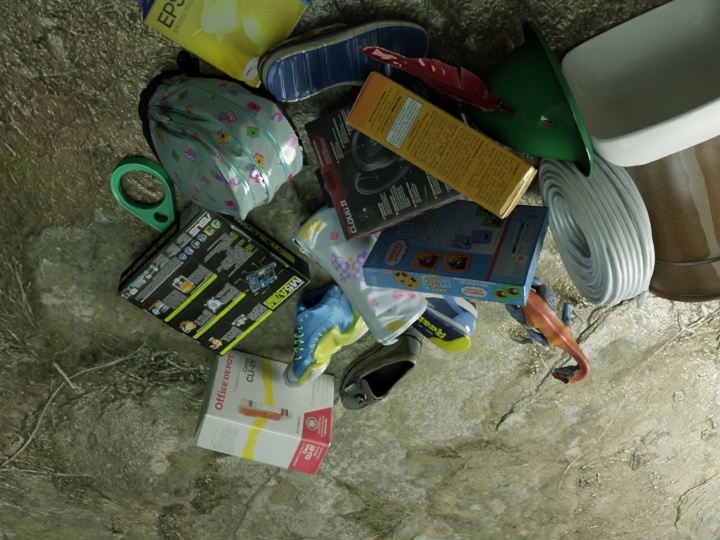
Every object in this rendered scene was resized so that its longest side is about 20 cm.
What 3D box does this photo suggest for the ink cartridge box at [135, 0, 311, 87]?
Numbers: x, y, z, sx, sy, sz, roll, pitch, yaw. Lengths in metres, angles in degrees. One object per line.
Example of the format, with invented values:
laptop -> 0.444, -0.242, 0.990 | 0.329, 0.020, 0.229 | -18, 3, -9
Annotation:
ink cartridge box -> -0.149, -0.324, 0.811 | 0.199, 0.047, 0.198 | 26, 128, -22

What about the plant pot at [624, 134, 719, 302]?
plant pot -> 0.390, -0.103, 0.894 | 0.198, 0.201, 0.199 | -22, 118, 19

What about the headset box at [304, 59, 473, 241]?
headset box -> 0.037, -0.133, 0.899 | 0.198, 0.077, 0.150 | -22, 89, 20

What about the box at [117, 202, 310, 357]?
box -> -0.205, 0.012, 1.075 | 0.200, 0.048, 0.193 | -40, 125, 22

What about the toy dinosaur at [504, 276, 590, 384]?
toy dinosaur -> 0.251, 0.082, 1.066 | 0.105, 0.199, 0.182 | -42, 73, 20

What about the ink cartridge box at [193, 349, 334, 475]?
ink cartridge box -> -0.148, 0.220, 1.202 | 0.198, 0.146, 0.084 | 16, 129, -12

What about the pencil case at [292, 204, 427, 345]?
pencil case -> 0.000, 0.000, 1.003 | 0.200, 0.091, 0.083 | 49, 141, -3

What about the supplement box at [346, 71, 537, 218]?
supplement box -> 0.087, -0.133, 0.810 | 0.199, 0.066, 0.069 | 32, 103, 12

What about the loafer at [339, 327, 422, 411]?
loafer -> 0.026, 0.170, 1.208 | 0.071, 0.063, 0.200 | 27, 126, -19

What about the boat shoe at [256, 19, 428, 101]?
boat shoe -> -0.021, -0.247, 0.847 | 0.198, 0.073, 0.073 | -16, 131, -19

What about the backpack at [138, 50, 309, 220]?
backpack -> -0.153, -0.140, 0.858 | 0.199, 0.127, 0.167 | 23, 156, 42

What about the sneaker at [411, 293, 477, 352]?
sneaker -> 0.086, 0.029, 1.089 | 0.200, 0.083, 0.074 | 41, 145, -7

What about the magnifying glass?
magnifying glass -> -0.269, -0.069, 1.044 | 0.079, 0.023, 0.201 | -16, 130, 15

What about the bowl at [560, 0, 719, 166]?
bowl -> 0.325, -0.194, 0.800 | 0.198, 0.201, 0.075 | -23, 128, 20

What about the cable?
cable -> 0.279, -0.058, 0.917 | 0.069, 0.202, 0.200 | -23, 152, -1

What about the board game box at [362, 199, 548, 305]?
board game box -> 0.120, -0.031, 0.941 | 0.198, 0.152, 0.037 | 8, 134, 22

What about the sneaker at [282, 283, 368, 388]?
sneaker -> -0.073, 0.090, 1.149 | 0.105, 0.076, 0.200 | 40, 114, -14

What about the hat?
hat -> 0.128, -0.158, 0.816 | 0.174, 0.202, 0.166 | -23, 163, 9

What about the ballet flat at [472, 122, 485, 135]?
ballet flat -> 0.086, -0.116, 0.959 | 0.198, 0.072, 0.069 | -22, 133, 19
